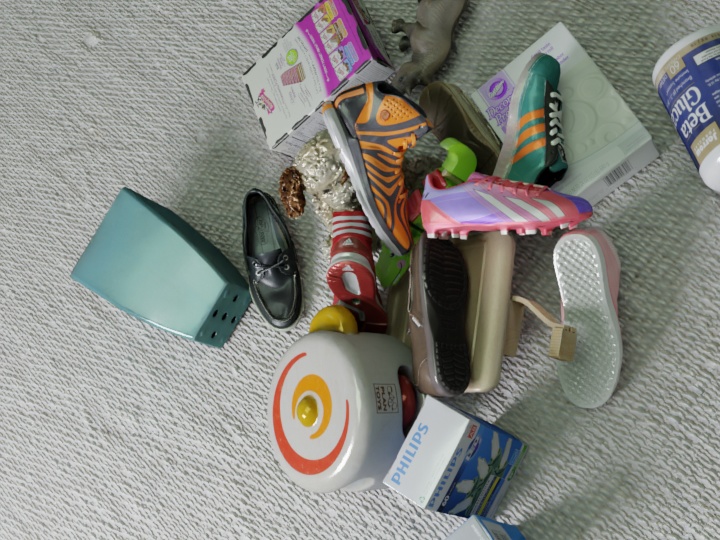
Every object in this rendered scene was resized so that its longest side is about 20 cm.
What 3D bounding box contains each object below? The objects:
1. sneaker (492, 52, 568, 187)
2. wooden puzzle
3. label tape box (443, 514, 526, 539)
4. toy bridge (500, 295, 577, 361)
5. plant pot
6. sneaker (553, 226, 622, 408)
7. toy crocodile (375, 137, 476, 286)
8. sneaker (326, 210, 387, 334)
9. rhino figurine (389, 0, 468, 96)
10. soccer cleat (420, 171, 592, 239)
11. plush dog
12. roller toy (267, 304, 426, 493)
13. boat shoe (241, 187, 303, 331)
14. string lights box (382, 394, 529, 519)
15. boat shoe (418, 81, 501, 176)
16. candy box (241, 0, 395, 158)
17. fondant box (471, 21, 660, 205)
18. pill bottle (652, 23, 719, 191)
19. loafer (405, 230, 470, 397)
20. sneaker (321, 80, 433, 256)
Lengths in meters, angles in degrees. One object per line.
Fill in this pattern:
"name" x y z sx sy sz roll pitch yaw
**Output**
"sneaker" 0.210 -0.147 1.223 0.079 0.071 0.204 15 91 30
"wooden puzzle" 0.103 0.055 1.271 0.198 0.037 0.189 -8 69 51
"label tape box" 0.090 0.356 1.149 0.200 0.143 0.066 -44 60 8
"toy bridge" 0.170 0.064 1.214 0.199 0.027 0.069 -1 75 57
"plant pot" -0.254 0.010 1.444 0.198 0.141 0.143 32 90 22
"sneaker" 0.264 0.046 1.205 0.074 0.104 0.204 -2 103 24
"toy crocodile" 0.075 -0.067 1.283 0.201 0.061 0.068 -53 33 21
"sneaker" 0.000 0.000 1.296 0.077 0.201 0.117 5 59 1
"rhino figurine" 0.086 -0.309 1.406 0.086 0.060 0.203 15 83 33
"soccer cleat" 0.157 -0.076 1.174 0.197 0.066 0.078 -3 89 29
"plush dog" -0.013 -0.124 1.334 0.199 0.171 0.162 -37 61 13
"roller toy" -0.017 0.162 1.239 0.182 0.138 0.202 43 115 41
"boat shoe" -0.121 -0.020 1.413 0.073 0.066 0.203 -9 67 3
"string lights box" 0.108 0.209 1.153 0.058 0.199 0.104 27 88 31
"boat shoe" 0.146 -0.146 1.317 0.072 0.065 0.202 -36 80 34
"candy box" -0.060 -0.269 1.448 0.199 0.061 0.138 -36 61 26
"fondant box" 0.244 -0.177 1.283 0.144 0.058 0.202 -37 60 13
"pill bottle" 0.408 -0.158 1.160 0.110 0.111 0.203 -28 64 17
"loafer" 0.077 0.050 1.213 0.071 0.072 0.203 -28 52 45
"sneaker" 0.042 -0.122 1.219 0.110 0.078 0.202 -24 106 6
